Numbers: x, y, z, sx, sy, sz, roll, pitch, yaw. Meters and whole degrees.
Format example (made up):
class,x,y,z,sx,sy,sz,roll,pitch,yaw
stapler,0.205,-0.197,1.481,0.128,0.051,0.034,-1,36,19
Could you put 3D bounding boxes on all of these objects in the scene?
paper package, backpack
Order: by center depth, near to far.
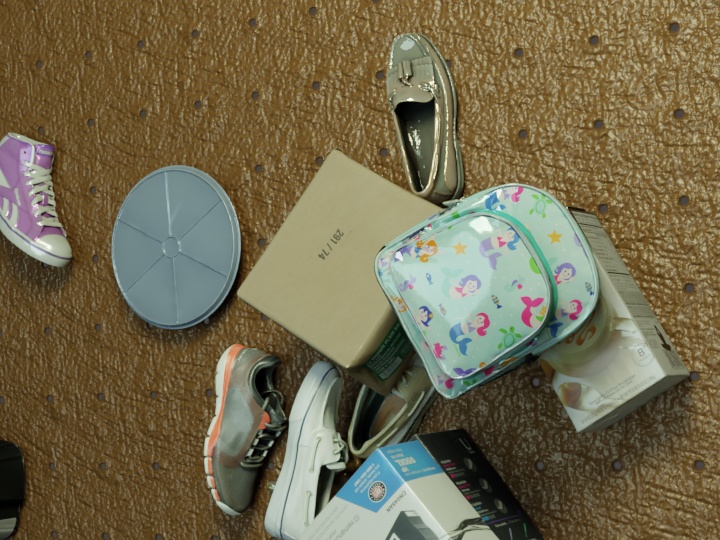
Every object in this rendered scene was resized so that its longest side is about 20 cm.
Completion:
class,x,y,z,sx,sy,sz,roll,pitch,yaw
backpack,0.129,0.010,1.478,0.200,0.151,0.178,-28,86,4
paper package,0.000,0.000,1.647,0.190,0.103,0.200,31,85,36

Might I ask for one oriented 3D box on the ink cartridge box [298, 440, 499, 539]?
class,x,y,z,sx,sy,sz,roll,pitch,yaw
ink cartridge box,0.056,0.294,1.529,0.200,0.084,0.145,49,114,23

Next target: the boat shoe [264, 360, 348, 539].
class,x,y,z,sx,sy,sz,roll,pitch,yaw
boat shoe,-0.043,0.202,1.673,0.067,0.074,0.201,15,92,23

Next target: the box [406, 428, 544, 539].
class,x,y,z,sx,sy,sz,roll,pitch,yaw
box,0.102,0.283,1.613,0.122,0.106,0.200,-46,67,23

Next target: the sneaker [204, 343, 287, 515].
class,x,y,z,sx,sy,sz,roll,pitch,yaw
sneaker,-0.128,0.188,1.783,0.082,0.077,0.201,2,90,26

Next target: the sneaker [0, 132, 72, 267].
class,x,y,z,sx,sy,sz,roll,pitch,yaw
sneaker,-0.422,-0.100,1.978,0.201,0.073,0.114,47,109,25

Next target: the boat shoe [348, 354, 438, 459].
class,x,y,z,sx,sy,sz,roll,pitch,yaw
boat shoe,0.047,0.121,1.675,0.075,0.068,0.201,27,103,30

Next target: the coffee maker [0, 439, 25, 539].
class,x,y,z,sx,sy,sz,roll,pitch,yaw
coffee maker,-0.533,0.268,1.959,0.134,0.200,0.193,25,104,28

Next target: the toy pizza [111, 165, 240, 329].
class,x,y,z,sx,sy,sz,roll,pitch,yaw
toy pizza,-0.223,-0.028,1.872,0.200,0.032,0.201,-1,87,31

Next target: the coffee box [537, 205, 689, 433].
class,x,y,z,sx,sy,sz,roll,pitch,yaw
coffee box,0.229,0.050,1.554,0.114,0.080,0.200,-37,70,24

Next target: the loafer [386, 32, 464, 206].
class,x,y,z,sx,sy,sz,roll,pitch,yaw
loafer,0.067,-0.170,1.674,0.072,0.063,0.201,-17,80,30

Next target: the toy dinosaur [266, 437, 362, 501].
class,x,y,z,sx,sy,sz,roll,pitch,yaw
toy dinosaur,-0.019,0.247,1.729,0.200,0.060,0.107,8,105,42
